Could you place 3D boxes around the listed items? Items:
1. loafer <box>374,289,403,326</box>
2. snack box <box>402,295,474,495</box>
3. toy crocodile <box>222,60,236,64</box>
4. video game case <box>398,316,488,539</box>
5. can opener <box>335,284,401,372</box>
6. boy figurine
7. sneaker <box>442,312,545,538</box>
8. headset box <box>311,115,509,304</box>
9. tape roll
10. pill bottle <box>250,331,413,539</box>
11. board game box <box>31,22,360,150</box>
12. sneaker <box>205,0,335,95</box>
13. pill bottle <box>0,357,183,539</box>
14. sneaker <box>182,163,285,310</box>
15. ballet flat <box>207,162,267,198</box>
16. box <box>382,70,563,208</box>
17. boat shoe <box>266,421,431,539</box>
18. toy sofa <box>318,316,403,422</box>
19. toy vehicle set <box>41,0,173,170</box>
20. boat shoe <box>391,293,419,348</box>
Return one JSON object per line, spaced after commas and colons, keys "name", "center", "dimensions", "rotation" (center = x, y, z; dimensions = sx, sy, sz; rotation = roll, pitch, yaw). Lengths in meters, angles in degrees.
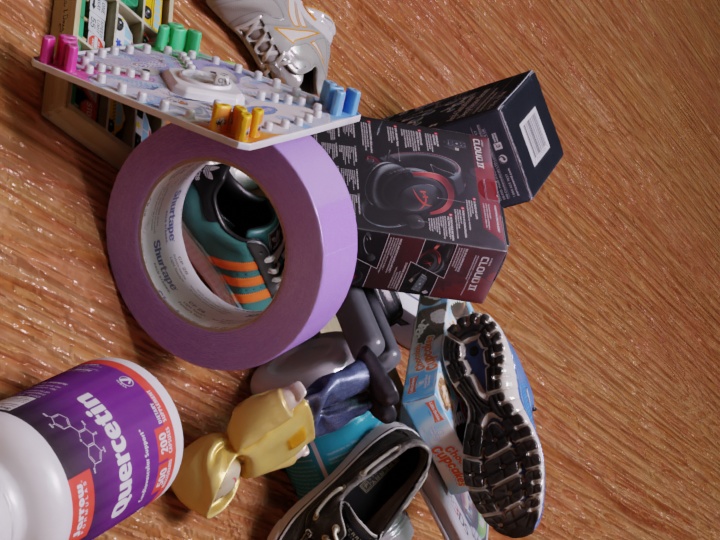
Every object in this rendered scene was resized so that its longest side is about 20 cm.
{"name": "loafer", "center": [0.004, -0.041, 1.468], "dimensions": [0.070, 0.068, 0.203], "rotation": [-17, 76, -22]}
{"name": "snack box", "center": [0.087, 0.102, 1.390], "dimensions": [0.201, 0.037, 0.117], "rotation": [-77, 145, -54]}
{"name": "toy crocodile", "center": [-0.075, -0.123, 1.386], "dimensions": [0.200, 0.061, 0.068], "rotation": [41, 40, -21]}
{"name": "video game case", "center": [0.087, 0.170, 1.424], "dimensions": [0.201, 0.023, 0.183], "rotation": [-78, 146, -56]}
{"name": "can opener", "center": [0.000, 0.000, 1.321], "dimensions": [0.053, 0.067, 0.201], "rotation": [37, 22, -45]}
{"name": "boy figurine", "center": [-0.065, 0.132, 1.199], "dimensions": [0.065, 0.198, 0.125], "rotation": [53, -24, 24]}
{"name": "sneaker", "center": [0.134, 0.141, 1.316], "dimensions": [0.089, 0.078, 0.203], "rotation": [26, 51, -59]}
{"name": "headset box", "center": [0.041, -0.057, 1.310], "dimensions": [0.197, 0.075, 0.150], "rotation": [8, 47, -14]}
{"name": "tape roll", "center": [-0.104, -0.025, 1.162], "dimensions": [0.065, 0.198, 0.203], "rotation": [-23, 98, -62]}
{"name": "pill bottle", "center": [-0.017, 0.166, 1.336], "dimensions": [0.202, 0.110, 0.111], "rotation": [68, 28, -16]}
{"name": "board game box", "center": [-0.122, -0.151, 1.148], "dimensions": [0.200, 0.198, 0.026], "rotation": [-26, 135, -62]}
{"name": "sneaker", "center": [-0.083, -0.229, 1.439], "dimensions": [0.199, 0.075, 0.093], "rotation": [21, 64, -57]}
{"name": "pill bottle", "center": [-0.212, 0.135, 0.977], "dimensions": [0.200, 0.111, 0.114], "rotation": [-27, 102, -62]}
{"name": "sneaker", "center": [-0.092, -0.012, 1.285], "dimensions": [0.200, 0.079, 0.072], "rotation": [50, 37, -28]}
{"name": "ballet flat", "center": [-0.099, -0.072, 1.340], "dimensions": [0.200, 0.071, 0.072], "rotation": [51, 37, -40]}
{"name": "box", "center": [0.102, -0.125, 1.602], "dimensions": [0.108, 0.198, 0.149], "rotation": [67, 28, -15]}
{"name": "boat shoe", "center": [-0.016, 0.217, 1.252], "dimensions": [0.071, 0.201, 0.064], "rotation": [40, -4, -20]}
{"name": "toy sofa", "center": [-0.013, 0.093, 1.429], "dimensions": [0.083, 0.097, 0.202], "rotation": [-35, 111, -37]}
{"name": "toy vehicle set", "center": [-0.209, -0.191, 1.227], "dimensions": [0.124, 0.026, 0.203], "rotation": [36, 47, -51]}
{"name": "boat shoe", "center": [0.052, 0.031, 1.572], "dimensions": [0.200, 0.073, 0.066], "rotation": [39, 49, -51]}
